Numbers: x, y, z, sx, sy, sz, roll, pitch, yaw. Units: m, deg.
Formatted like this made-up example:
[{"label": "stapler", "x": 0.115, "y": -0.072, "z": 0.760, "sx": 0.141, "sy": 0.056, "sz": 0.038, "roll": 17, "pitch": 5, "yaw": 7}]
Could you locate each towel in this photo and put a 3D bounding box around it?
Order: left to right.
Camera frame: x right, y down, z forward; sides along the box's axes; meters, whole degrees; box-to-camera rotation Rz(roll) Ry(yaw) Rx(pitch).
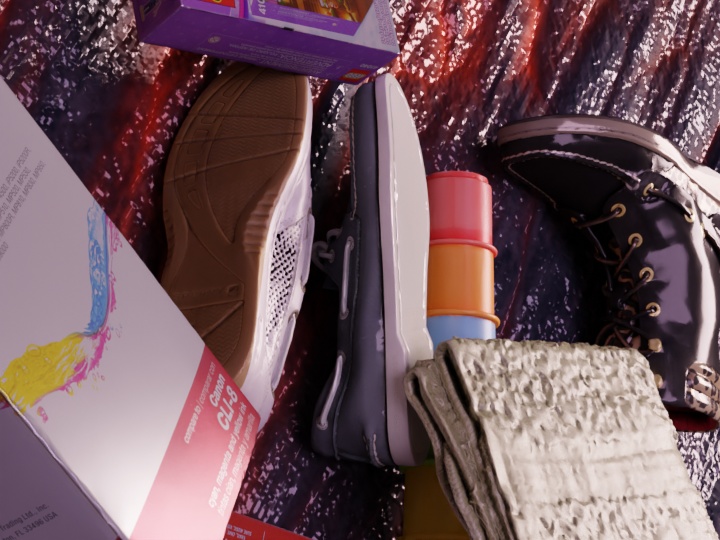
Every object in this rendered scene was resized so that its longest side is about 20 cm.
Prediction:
[{"label": "towel", "x": 0.108, "y": 0.105, "z": 1.058, "sx": 0.199, "sy": 0.036, "sz": 0.149, "roll": 1, "pitch": 64, "yaw": -49}]

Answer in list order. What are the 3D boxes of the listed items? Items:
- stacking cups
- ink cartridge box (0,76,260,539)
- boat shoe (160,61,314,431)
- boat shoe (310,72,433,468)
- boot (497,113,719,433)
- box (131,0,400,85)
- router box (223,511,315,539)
[{"label": "stacking cups", "x": 0.054, "y": 0.047, "z": 1.094, "sx": 0.060, "sy": 0.060, "sz": 0.202, "roll": 15, "pitch": 72, "yaw": -39}, {"label": "ink cartridge box", "x": -0.163, "y": 0.051, "z": 0.817, "sx": 0.201, "sy": 0.145, "sz": 0.145, "roll": 55, "pitch": 26, "yaw": -21}, {"label": "boat shoe", "x": -0.057, "y": -0.012, "z": 1.011, "sx": 0.069, "sy": 0.070, "sz": 0.201, "roll": 56, "pitch": 38, "yaw": -53}, {"label": "boat shoe", "x": 0.000, "y": 0.000, "z": 1.051, "sx": 0.073, "sy": 0.061, "sz": 0.202, "roll": 13, "pitch": 74, "yaw": -71}, {"label": "boot", "x": 0.152, "y": 0.003, "z": 1.187, "sx": 0.199, "sy": 0.073, "sz": 0.152, "roll": 22, "pitch": 68, "yaw": -43}, {"label": "box", "x": -0.060, "y": -0.198, "z": 1.021, "sx": 0.136, "sy": 0.039, "sz": 0.201, "roll": 8, "pitch": 62, "yaw": -41}, {"label": "router box", "x": -0.066, "y": 0.209, "z": 0.966, "sx": 0.199, "sy": 0.049, "sz": 0.181, "roll": 24, "pitch": 67, "yaw": -37}]
